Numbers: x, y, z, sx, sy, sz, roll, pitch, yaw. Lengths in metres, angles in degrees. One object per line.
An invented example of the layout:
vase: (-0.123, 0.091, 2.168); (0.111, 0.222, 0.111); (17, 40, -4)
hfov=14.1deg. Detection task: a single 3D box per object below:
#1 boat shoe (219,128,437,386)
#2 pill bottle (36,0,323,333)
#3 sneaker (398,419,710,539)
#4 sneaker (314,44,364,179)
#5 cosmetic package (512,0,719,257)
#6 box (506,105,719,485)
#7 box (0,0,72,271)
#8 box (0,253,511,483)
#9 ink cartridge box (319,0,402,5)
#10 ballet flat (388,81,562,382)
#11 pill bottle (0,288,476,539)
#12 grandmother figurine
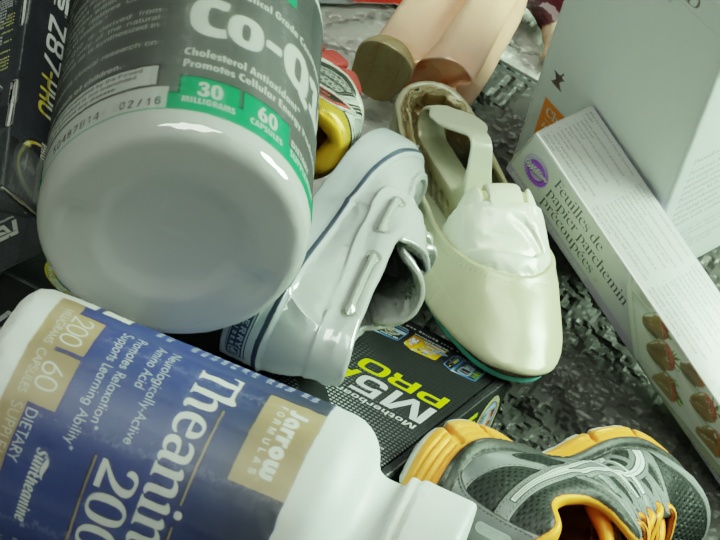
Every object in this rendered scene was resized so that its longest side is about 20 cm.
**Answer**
boat shoe: (0.000, 0.000, 1.307); (0.065, 0.074, 0.200); (26, 33, 8)
pill bottle: (-0.073, -0.078, 1.238); (0.112, 0.114, 0.201); (9, 41, -6)
sneaker: (0.097, 0.115, 1.271); (0.077, 0.079, 0.199); (29, 15, 38)
sneaker: (-0.096, -0.068, 1.351); (0.199, 0.078, 0.082); (-8, 20, -2)
cosmetic package: (0.149, -0.096, 1.416); (0.071, 0.201, 0.101); (-27, 60, -31)
box: (0.145, 0.016, 1.397); (0.041, 0.039, 0.201); (-27, 77, -31)
box: (-0.214, -0.051, 1.313); (0.049, 0.199, 0.162); (45, 34, -37)
box: (-0.050, 0.041, 1.307); (0.199, 0.044, 0.160); (27, 22, 16)
ink cartridge box: (-0.038, -0.216, 1.573); (0.199, 0.050, 0.163); (1, 51, -9)
ballet flat: (0.053, -0.027, 1.390); (0.069, 0.070, 0.200); (-4, 34, -16)
pill bottle: (-0.060, 0.093, 1.165); (0.199, 0.111, 0.111); (22, 49, 6)
grandmother figurine: (0.070, -0.154, 1.532); (0.121, 0.060, 0.200); (46, 52, -21)
